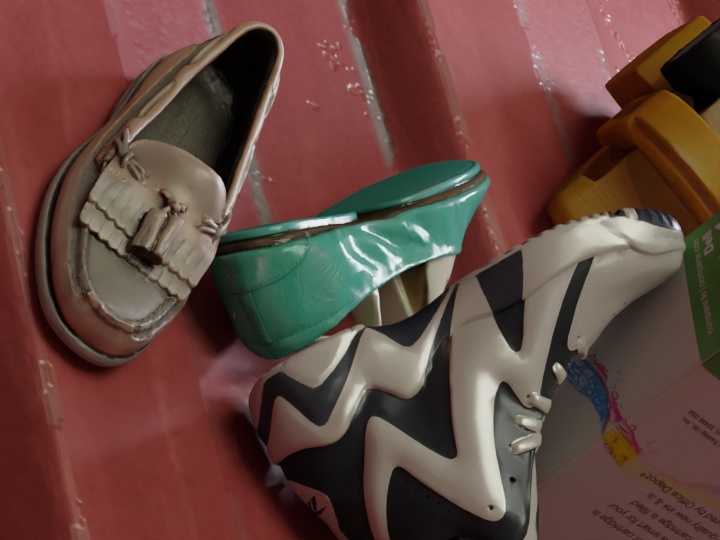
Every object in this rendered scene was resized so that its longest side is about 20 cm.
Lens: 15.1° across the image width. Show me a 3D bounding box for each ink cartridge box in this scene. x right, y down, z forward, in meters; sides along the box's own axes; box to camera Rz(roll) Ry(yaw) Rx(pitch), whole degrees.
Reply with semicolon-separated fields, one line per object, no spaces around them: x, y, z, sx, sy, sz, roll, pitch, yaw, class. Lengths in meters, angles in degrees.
0.154;0.076;1.205;0.144;0.200;0.084;33;34;-29;ink cartridge box

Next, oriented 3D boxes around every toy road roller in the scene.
0.169;-0.047;1.443;0.123;0.146;0.200;51;-5;-3;toy road roller

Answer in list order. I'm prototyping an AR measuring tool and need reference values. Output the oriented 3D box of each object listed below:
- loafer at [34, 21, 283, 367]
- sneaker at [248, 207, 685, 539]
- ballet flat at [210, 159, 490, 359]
-0.080;-0.042;1.139;0.072;0.063;0.200;42;34;-17;loafer
0.065;0.065;1.136;0.198;0.080;0.130;-24;82;-15;sneaker
0.000;0.000;1.217;0.200;0.067;0.071;-22;102;-57;ballet flat
